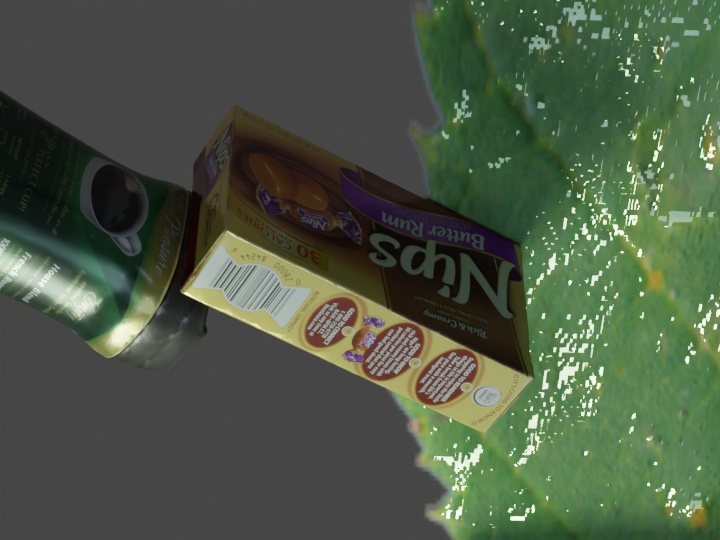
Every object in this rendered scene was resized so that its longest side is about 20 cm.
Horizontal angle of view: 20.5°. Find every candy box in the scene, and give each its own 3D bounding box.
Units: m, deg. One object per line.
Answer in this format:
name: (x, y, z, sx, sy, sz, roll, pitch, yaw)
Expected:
candy box: (0.000, 0.000, 1.119, 0.199, 0.117, 0.057, 25, 125, -19)

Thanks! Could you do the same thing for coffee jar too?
coffee jar: (-0.171, -0.026, 1.106, 0.199, 0.105, 0.085, 29, 133, -21)
